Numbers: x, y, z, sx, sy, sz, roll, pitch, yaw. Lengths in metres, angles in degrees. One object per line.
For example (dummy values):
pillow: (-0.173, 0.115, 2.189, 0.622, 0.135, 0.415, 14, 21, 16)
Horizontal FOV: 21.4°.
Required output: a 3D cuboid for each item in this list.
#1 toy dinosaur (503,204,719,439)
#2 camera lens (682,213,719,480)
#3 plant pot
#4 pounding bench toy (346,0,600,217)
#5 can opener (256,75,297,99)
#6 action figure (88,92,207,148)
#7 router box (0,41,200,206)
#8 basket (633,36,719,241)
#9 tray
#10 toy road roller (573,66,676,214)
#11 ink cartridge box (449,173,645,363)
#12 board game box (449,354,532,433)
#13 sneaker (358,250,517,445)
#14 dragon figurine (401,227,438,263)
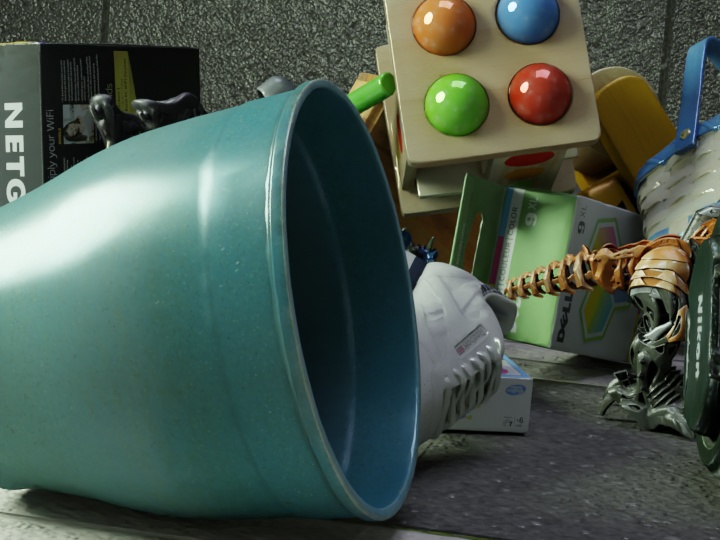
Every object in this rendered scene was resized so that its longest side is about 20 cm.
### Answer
toy dinosaur: (0.197, 0.024, 1.182, 0.199, 0.136, 0.102, 10, 11, 34)
camera lens: (0.279, 0.043, 1.013, 0.199, 0.161, 0.160, 5, 8, 2)
plant pot: (-0.089, 0.027, 0.883, 0.187, 0.201, 0.200, -9, 5, 15)
pounding bench toy: (0.046, -0.116, 1.270, 0.199, 0.125, 0.156, -8, -12, -2)
can opener: (-0.024, -0.062, 1.489, 0.067, 0.200, 0.053, -42, 24, -8)
action figure: (-0.131, -0.007, 1.152, 0.119, 0.201, 0.102, -12, -27, 34)
router box: (-0.171, -0.048, 1.249, 0.052, 0.201, 0.157, 2, 5, 34)
basket: (0.272, -0.048, 1.304, 0.139, 0.176, 0.200, -29, 26, 42)
tray: (0.046, -0.050, 1.421, 0.037, 0.099, 0.200, 16, -17, 48)
toy road roller: (0.184, -0.039, 1.448, 0.146, 0.200, 0.123, -28, -1, -11)
ink cartridge box: (0.137, 0.002, 1.296, 0.059, 0.104, 0.200, 11, -1, 35)
board game box: (-0.008, 0.063, 1.156, 0.199, 0.034, 0.134, 3, 8, -9)
sneaker: (0.039, 0.051, 1.040, 0.080, 0.077, 0.200, 20, 30, 2)
dragon figurine: (0.000, 0.000, 1.280, 0.059, 0.100, 0.200, 6, -10, 21)
